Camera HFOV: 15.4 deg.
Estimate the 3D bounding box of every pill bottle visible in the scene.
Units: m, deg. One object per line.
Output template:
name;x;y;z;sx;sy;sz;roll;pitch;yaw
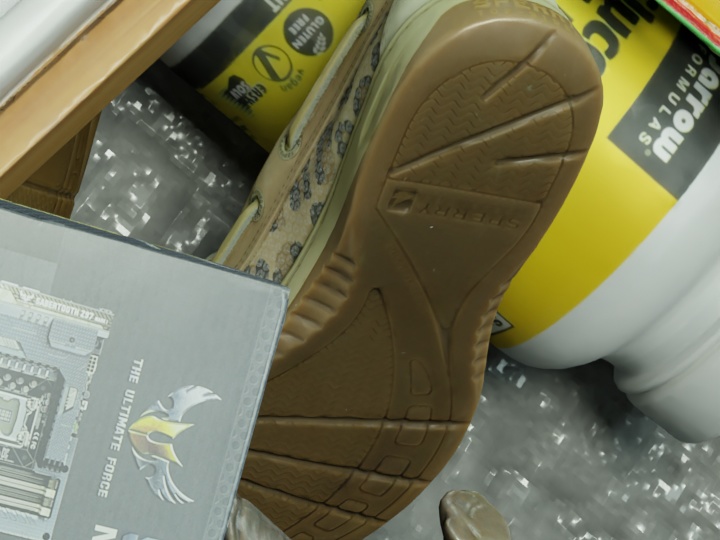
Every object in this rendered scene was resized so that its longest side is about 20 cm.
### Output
pill bottle;0.045;-0.046;0.747;0.200;0.112;0.113;40;63;-10

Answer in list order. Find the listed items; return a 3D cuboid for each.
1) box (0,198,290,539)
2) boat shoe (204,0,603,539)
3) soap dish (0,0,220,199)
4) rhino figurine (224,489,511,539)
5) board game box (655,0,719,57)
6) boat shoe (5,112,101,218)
box;-0.115;0.077;0.532;0.157;0.051;0.201;15;88;-17
boat shoe;0.000;0.000;0.689;0.073;0.200;0.063;15;36;-26
soap dish;-0.130;-0.100;0.648;0.157;0.081;0.200;-43;73;-7
rhino figurine;0.018;0.106;0.712;0.199;0.088;0.060;20;40;-18
board game box;0.101;-0.103;0.766;0.095;0.030;0.200;38;24;-14
boat shoe;-0.106;-0.054;0.711;0.069;0.071;0.201;16;75;8
